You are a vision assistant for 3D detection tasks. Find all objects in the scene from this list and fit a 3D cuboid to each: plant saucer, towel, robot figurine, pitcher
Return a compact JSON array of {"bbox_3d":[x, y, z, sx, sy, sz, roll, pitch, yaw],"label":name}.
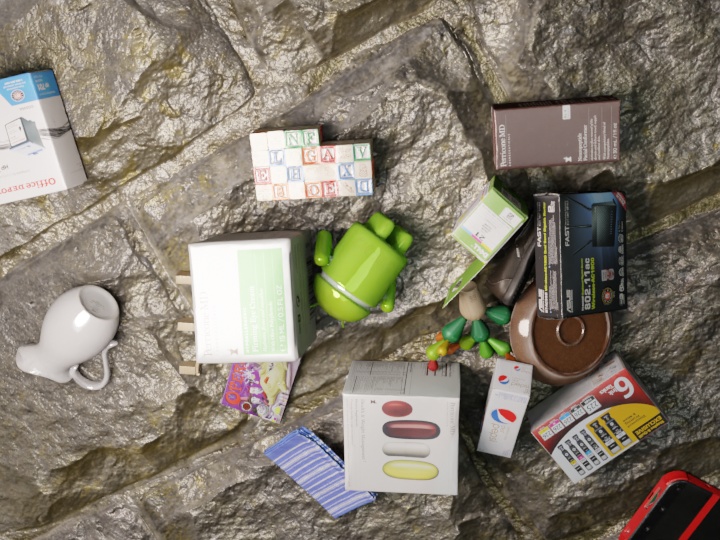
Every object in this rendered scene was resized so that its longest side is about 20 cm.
[{"bbox_3d":[0.350,0.100,1.406,0.199,0.034,0.201,-2,96,-17],"label":"plant saucer"},{"bbox_3d":[-0.079,0.383,1.556,0.200,0.024,0.145,44,133,-7],"label":"towel"},{"bbox_3d":[0.000,0.000,1.399,0.175,0.116,0.200,34,94,-26],"label":"robot figurine"},{"bbox_3d":[-0.506,0.130,1.513,0.171,0.122,0.200,32,120,-26],"label":"pitcher"}]

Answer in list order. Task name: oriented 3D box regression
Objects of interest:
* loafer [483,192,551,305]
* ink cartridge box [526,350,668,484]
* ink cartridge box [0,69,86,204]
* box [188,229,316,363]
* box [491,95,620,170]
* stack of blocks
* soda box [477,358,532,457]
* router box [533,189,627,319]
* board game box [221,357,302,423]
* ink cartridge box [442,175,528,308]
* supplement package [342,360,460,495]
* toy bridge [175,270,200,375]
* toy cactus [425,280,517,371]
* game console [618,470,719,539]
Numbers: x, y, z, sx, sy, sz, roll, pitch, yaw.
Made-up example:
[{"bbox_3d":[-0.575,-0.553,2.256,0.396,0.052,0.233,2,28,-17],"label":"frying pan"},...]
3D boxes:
[{"bbox_3d":[0.264,-0.044,1.376,0.071,0.073,0.201,25,86,19],"label":"loafer"},{"bbox_3d":[0.430,0.275,1.468,0.200,0.084,0.176,-39,100,15],"label":"ink cartridge box"},{"bbox_3d":[-0.578,-0.227,1.416,0.146,0.086,0.201,-11,104,9],"label":"ink cartridge box"},{"bbox_3d":[-0.174,0.038,1.383,0.170,0.200,0.200,-2,96,7],"label":"box"},{"bbox_3d":[0.313,-0.223,1.334,0.199,0.075,0.101,-4,107,9],"label":"box"},{"bbox_3d":[-0.078,-0.183,1.391,0.199,0.059,0.116,-2,107,7],"label":"stack of blocks"},{"bbox_3d":[0.249,0.242,1.437,0.063,0.068,0.201,11,138,7],"label":"soda box"},{"bbox_3d":[0.356,-0.028,1.332,0.149,0.062,0.201,-6,95,-30],"label":"router box"},{"bbox_3d":[-0.175,0.176,1.530,0.119,0.032,0.201,19,108,4],"label":"board game box"},{"bbox_3d":[0.181,-0.048,1.358,0.076,0.148,0.200,41,107,-1],"label":"ink cartridge box"},{"bbox_3d":[0.077,0.276,1.471,0.199,0.147,0.192,0,108,7],"label":"supplement package"},{"bbox_3d":[-0.301,0.101,1.519,0.067,0.027,0.201,2,108,4],"label":"toy bridge"},{"bbox_3d":[0.198,0.097,1.418,0.199,0.102,0.166,-14,124,8],"label":"toy cactus"},{"bbox_3d":[0.601,0.482,1.547,0.176,0.031,0.201,26,108,-7],"label":"game console"}]
